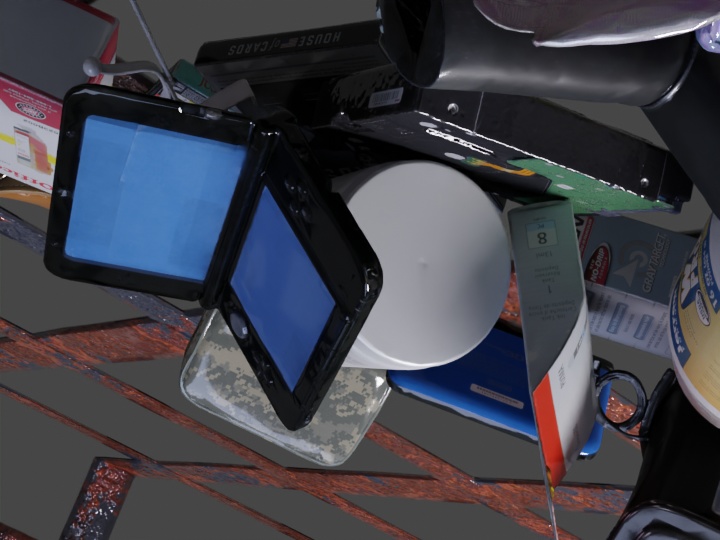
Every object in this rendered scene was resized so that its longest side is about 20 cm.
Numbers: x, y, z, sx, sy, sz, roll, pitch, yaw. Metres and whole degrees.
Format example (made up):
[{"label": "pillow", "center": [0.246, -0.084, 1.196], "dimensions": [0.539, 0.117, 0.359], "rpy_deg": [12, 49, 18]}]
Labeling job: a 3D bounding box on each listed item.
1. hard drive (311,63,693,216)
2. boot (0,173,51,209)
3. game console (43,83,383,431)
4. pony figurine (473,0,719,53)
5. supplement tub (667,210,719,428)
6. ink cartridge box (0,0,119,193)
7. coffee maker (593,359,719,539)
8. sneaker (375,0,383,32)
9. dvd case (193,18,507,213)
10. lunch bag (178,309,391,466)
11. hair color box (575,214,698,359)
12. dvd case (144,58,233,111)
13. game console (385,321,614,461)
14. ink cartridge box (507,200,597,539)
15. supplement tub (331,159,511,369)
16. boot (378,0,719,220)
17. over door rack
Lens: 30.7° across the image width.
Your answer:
[{"label": "hard drive", "center": [0.086, -0.077, 0.801], "dimensions": [0.199, 0.038, 0.139], "rpy_deg": [18, 174, -25]}, {"label": "boot", "center": [-0.270, -0.075, 1.222], "dimensions": [0.198, 0.077, 0.155], "rpy_deg": [-1, 155, 32]}, {"label": "game console", "center": [-0.095, 0.002, 0.776], "dimensions": [0.177, 0.116, 0.200], "rpy_deg": [59, 151, 20]}, {"label": "pony figurine", "center": [0.153, -0.149, 0.505], "dimensions": [0.191, 0.168, 0.200], "rpy_deg": [3, 169, 24]}, {"label": "supplement tub", "center": [0.266, 0.020, 0.792], "dimensions": [0.143, 0.146, 0.200], "rpy_deg": [18, 159, 9]}, {"label": "ink cartridge box", "center": [-0.269, -0.145, 1.001], "dimensions": [0.144, 0.084, 0.200], "rpy_deg": [23, 160, -5]}, {"label": "coffee maker", "center": [0.227, 0.167, 0.916], "dimensions": [0.190, 0.200, 0.136], "rpy_deg": [4, 114, 25]}, {"label": "sneaker", "center": [0.051, -0.166, 0.642], "dimensions": [0.085, 0.078, 0.200], "rpy_deg": [9, 160, 13]}, {"label": "dvd case", "center": [-0.002, -0.097, 0.915], "dimensions": [0.149, 0.025, 0.200], "rpy_deg": [-1, 149, 32]}, {"label": "lunch bag", "center": [-0.066, 0.075, 1.280], "dimensions": [0.199, 0.140, 0.168], "rpy_deg": [26, -159, -10]}, {"label": "hair color box", "center": [0.227, 0.019, 0.957], "dimensions": [0.198, 0.061, 0.099], "rpy_deg": [17, 159, 9]}, {"label": "dvd case", "center": [-0.120, -0.099, 1.062], "dimensions": [0.145, 0.022, 0.200], "rpy_deg": [29, 157, -19]}, {"label": "game console", "center": [0.123, 0.110, 1.224], "dimensions": [0.198, 0.171, 0.119], "rpy_deg": [20, 134, 3]}, {"label": "ink cartridge box", "center": [0.134, 0.082, 0.844], "dimensions": [0.047, 0.202, 0.160], "rpy_deg": [-9, 148, 7]}, {"label": "supplement tub", "center": [0.000, 0.000, 0.883], "dimensions": [0.131, 0.133, 0.200], "rpy_deg": [29, 166, -20]}, {"label": "boot", "center": [0.109, -0.085, 0.585], "dimensions": [0.199, 0.166, 0.066], "rpy_deg": [8, 136, -37]}, {"label": "over door rack", "center": [-0.127, -0.105, 0.849], "dimensions": [0.148, 0.066, 0.200], "rpy_deg": [60, 163, 20]}]
